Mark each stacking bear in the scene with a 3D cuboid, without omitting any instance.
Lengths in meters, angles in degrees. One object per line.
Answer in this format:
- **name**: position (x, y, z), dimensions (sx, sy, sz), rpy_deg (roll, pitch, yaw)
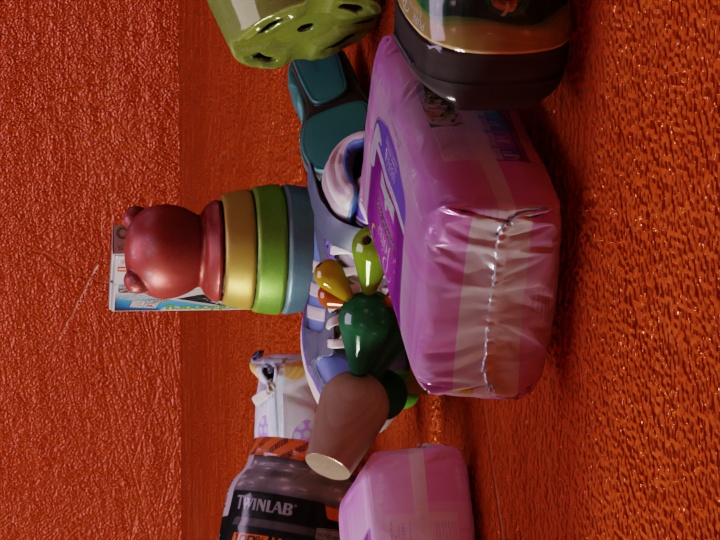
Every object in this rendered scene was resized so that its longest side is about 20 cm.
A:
- **stacking bear**: position (-0.094, -0.016, 1.539), dimensions (0.114, 0.199, 0.122), rpy_deg (127, 141, -74)

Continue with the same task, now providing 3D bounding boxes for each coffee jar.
- **coffee jar**: position (0.067, -0.185, 0.942), dimensions (0.104, 0.085, 0.201), rpy_deg (-114, 25, -57)

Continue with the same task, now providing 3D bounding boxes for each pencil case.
- **pencil case**: position (-0.057, 0.171, 1.680), dimensions (0.091, 0.083, 0.202), rpy_deg (-8, -84, -78)

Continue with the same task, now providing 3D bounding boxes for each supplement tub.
- **supplement tub**: position (-0.059, 0.243, 1.537), dimensions (0.123, 0.122, 0.201), rpy_deg (129, 151, -75)

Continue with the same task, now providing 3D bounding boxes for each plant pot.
- **plant pot**: position (-0.064, -0.268, 1.479), dimensions (0.200, 0.199, 0.191), rpy_deg (119, 135, -70)

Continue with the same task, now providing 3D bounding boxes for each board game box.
- **board game box**: position (-0.135, -0.002, 1.775), dimensions (0.126, 0.198, 0.035), rpy_deg (110, 157, -64)

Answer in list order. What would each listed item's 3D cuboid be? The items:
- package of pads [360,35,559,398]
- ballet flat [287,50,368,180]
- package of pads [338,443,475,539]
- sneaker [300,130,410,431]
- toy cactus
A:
- **package of pads**: position (0.051, -0.033, 1.032), dimensions (0.200, 0.075, 0.121), rpy_deg (-107, 20, -56)
- **ballet flat**: position (-0.015, -0.112, 1.519), dimensions (0.201, 0.067, 0.071), rpy_deg (-104, -8, -53)
- **package of pads**: position (0.034, 0.221, 1.202), dimensions (0.121, 0.075, 0.201), rpy_deg (110, 157, -67)
- **sneaker**: position (0.000, 0.000, 1.349), dimensions (0.147, 0.080, 0.201), rpy_deg (99, 172, -61)
- **toy cactus**: position (0.001, 0.053, 1.221), dimensions (0.200, 0.102, 0.166), rpy_deg (97, -165, -59)
